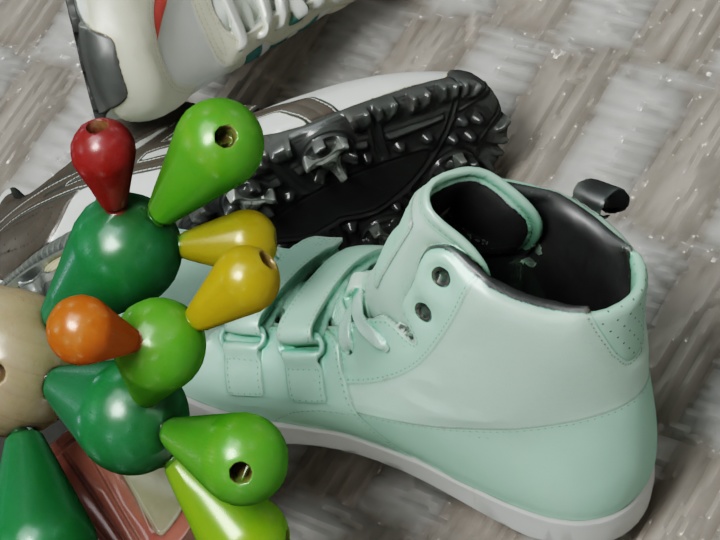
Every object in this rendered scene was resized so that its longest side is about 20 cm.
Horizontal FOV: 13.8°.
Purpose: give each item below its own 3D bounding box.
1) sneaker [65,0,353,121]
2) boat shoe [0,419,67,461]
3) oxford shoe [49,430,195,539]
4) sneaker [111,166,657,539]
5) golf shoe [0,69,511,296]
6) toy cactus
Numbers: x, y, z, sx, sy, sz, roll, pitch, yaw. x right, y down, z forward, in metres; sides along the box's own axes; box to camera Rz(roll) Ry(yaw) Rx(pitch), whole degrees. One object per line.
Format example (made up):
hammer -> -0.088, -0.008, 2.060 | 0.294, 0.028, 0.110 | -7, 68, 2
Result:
sneaker -> -0.037, -0.112, 1.039 | 0.093, 0.071, 0.200 | -7, 21, 17
boat shoe -> -0.176, 0.070, 0.970 | 0.199, 0.057, 0.067 | -12, 48, -20
oxford shoe -> -0.121, 0.130, 0.945 | 0.200, 0.074, 0.071 | -38, 69, -9
sneaker -> 0.000, 0.000, 0.905 | 0.199, 0.119, 0.074 | 18, 47, 17
golf shoe -> -0.048, -0.034, 1.021 | 0.199, 0.078, 0.095 | -24, 48, 10
toy cactus -> -0.089, 0.042, 0.879 | 0.165, 0.102, 0.201 | 21, 110, 44
